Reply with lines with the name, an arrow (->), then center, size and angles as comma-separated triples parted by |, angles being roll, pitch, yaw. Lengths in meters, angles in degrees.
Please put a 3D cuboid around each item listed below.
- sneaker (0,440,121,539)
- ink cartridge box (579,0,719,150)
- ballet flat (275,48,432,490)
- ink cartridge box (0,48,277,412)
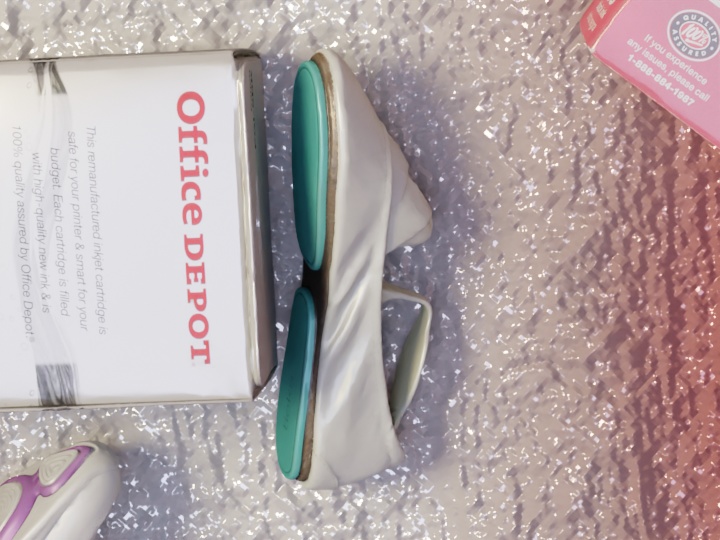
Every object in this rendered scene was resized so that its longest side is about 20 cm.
sneaker -> -0.148, 0.166, 1.079 | 0.099, 0.075, 0.201 | 25, 111, -14
ink cartridge box -> 0.205, -0.135, 0.952 | 0.146, 0.083, 0.200 | 35, 105, -4
ballet flat -> 0.000, 0.000, 1.023 | 0.069, 0.070, 0.202 | 5, 109, 4
ink cartridge box -> -0.138, -0.017, 1.006 | 0.198, 0.083, 0.148 | -2, 95, 6
